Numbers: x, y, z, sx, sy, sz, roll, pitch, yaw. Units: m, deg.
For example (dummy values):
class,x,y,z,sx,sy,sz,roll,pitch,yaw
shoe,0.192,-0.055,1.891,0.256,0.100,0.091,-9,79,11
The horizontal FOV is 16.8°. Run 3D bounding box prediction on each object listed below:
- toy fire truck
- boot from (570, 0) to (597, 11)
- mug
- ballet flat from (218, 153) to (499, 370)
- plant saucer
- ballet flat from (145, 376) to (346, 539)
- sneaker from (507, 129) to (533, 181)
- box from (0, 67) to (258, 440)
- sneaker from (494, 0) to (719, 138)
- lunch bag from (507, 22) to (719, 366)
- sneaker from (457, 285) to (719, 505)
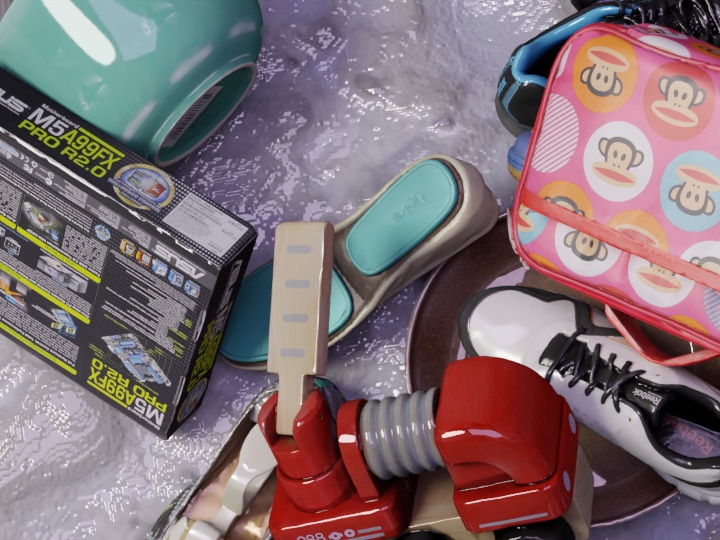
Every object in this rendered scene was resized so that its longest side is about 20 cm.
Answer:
class,x,y,z,sx,sy,sz,roll,pitch,yaw
toy fire truck,0.022,0.077,1.356,0.176,0.200,0.129,-13,35,20
boot,0.147,-0.264,1.468,0.130,0.068,0.200,-24,114,1
mug,-0.136,-0.124,1.478,0.114,0.185,0.152,44,60,10
ballet flat,0.000,0.000,1.464,0.200,0.069,0.070,-33,75,23
plant saucer,0.127,0.057,1.461,0.200,0.037,0.201,-1,77,5
ballet flat,-0.079,0.143,1.443,0.072,0.072,0.200,33,83,11
sneaker,0.188,-0.083,1.454,0.199,0.075,0.088,2,112,-3
box,-0.169,-0.011,1.442,0.200,0.160,0.044,32,46,11
sneaker,0.178,-0.134,1.475,0.200,0.082,0.073,-24,74,-2
lunch bag,0.185,-0.033,1.353,0.200,0.082,0.177,24,106,30
sneaker,0.146,0.062,1.400,0.200,0.080,0.074,28,83,12
